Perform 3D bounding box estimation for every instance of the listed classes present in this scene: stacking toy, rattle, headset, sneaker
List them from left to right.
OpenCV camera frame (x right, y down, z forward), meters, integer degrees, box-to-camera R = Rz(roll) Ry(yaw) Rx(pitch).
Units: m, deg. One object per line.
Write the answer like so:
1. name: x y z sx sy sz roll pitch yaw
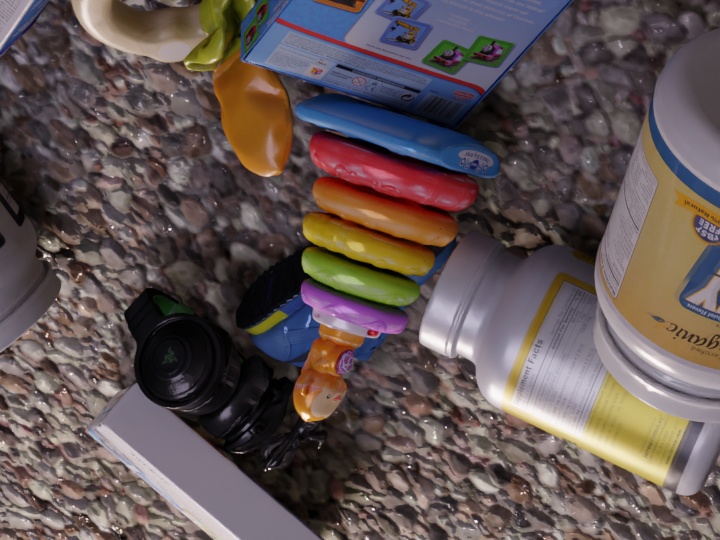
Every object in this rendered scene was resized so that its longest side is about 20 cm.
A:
1. rattle: -0.132 -0.151 1.433 0.130 0.143 0.200 -5 159 26
2. headset: -0.087 0.070 1.635 0.094 0.200 0.123 -47 129 7
3. stacking toy: 0.000 0.000 1.478 0.110 0.116 0.200 20 94 29
4. sneaker: 0.005 0.014 1.596 0.078 0.066 0.200 39 137 -24

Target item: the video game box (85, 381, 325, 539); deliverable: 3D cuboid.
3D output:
1. video game box: -0.106 0.162 1.731 0.200 0.047 0.182 41 167 -5

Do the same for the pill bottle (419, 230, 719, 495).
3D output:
1. pill bottle: 0.143 0.052 1.501 0.200 0.112 0.112 26 135 12

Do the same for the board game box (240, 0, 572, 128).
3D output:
1. board game box: 0.041 -0.169 1.387 0.151 0.037 0.200 16 142 -25

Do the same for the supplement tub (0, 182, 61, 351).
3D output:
1. supplement tub: -0.319 -0.033 1.695 0.140 0.140 0.200 -19 113 40

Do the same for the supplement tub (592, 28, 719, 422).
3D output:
1. supplement tub: 0.216 -0.024 1.370 0.144 0.145 0.200 25 135 12

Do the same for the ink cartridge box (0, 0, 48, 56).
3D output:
1. ink cartridge box: -0.251 -0.224 1.541 0.136 0.076 0.200 41 134 -4
